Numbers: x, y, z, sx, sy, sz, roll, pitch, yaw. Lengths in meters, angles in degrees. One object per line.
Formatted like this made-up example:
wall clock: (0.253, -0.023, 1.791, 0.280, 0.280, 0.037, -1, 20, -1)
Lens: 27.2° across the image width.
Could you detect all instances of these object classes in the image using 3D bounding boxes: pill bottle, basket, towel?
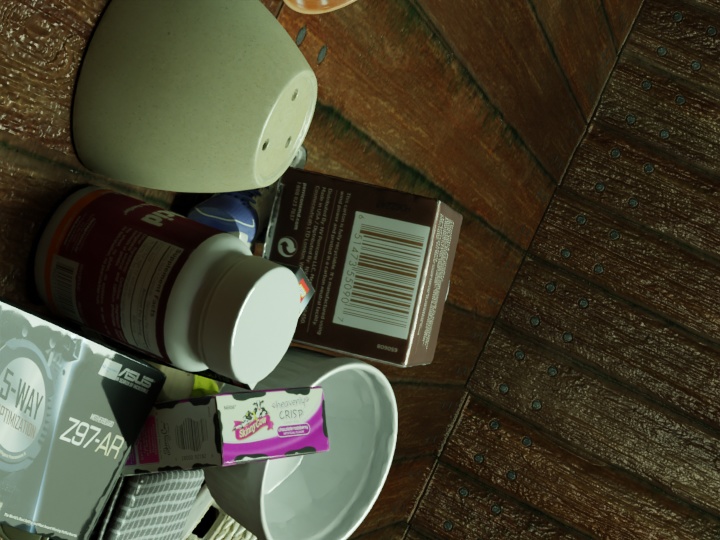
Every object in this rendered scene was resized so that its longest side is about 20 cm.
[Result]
pill bottle: (-0.155, 0.012, 1.204, 0.114, 0.198, 0.115, -42, 142, -44)
basket: (-0.170, 0.379, 1.929, 0.136, 0.122, 0.201, -53, 162, -33)
towel: (-0.245, 0.272, 1.572, 0.167, 0.085, 0.200, -66, 165, 4)

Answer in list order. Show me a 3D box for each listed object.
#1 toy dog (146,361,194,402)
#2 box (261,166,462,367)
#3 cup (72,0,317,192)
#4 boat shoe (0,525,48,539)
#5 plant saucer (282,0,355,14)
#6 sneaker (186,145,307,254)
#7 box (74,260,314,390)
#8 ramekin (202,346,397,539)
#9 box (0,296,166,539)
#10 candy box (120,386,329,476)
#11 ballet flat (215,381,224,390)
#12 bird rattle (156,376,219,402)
toy dog: (-0.174, 0.054, 1.452, 0.200, 0.130, 0.098, -50, 129, -65)
box: (0.000, 0.000, 1.505, 0.200, 0.162, 0.168, 17, 85, -80)
cup: (-0.120, -0.143, 1.219, 0.201, 0.142, 0.201, -57, 164, -26)
boat shoe: (-0.275, 0.142, 1.287, 0.066, 0.073, 0.202, -67, 164, -65)
plant saucer: (-0.005, -0.330, 1.412, 0.199, 0.032, 0.201, -35, 159, -15)
sneaker: (-0.112, -0.085, 1.496, 0.199, 0.080, 0.117, -23, 131, -74)
box: (-0.148, 0.032, 1.305, 0.111, 0.198, 0.035, -56, 138, -26)
ramekin: (-0.065, 0.170, 1.455, 0.199, 0.104, 0.203, -25, 124, -44)
box: (-0.264, 0.119, 1.178, 0.199, 0.043, 0.162, 32, 83, -49)
candy box: (-0.144, 0.143, 1.306, 0.136, 0.198, 0.062, 0, 80, -50)
ballet flat: (-0.153, 0.149, 1.721, 0.073, 0.073, 0.201, -45, 164, -51)
bird rattle: (-0.155, 0.146, 1.543, 0.200, 0.161, 0.114, 77, 20, -88)
